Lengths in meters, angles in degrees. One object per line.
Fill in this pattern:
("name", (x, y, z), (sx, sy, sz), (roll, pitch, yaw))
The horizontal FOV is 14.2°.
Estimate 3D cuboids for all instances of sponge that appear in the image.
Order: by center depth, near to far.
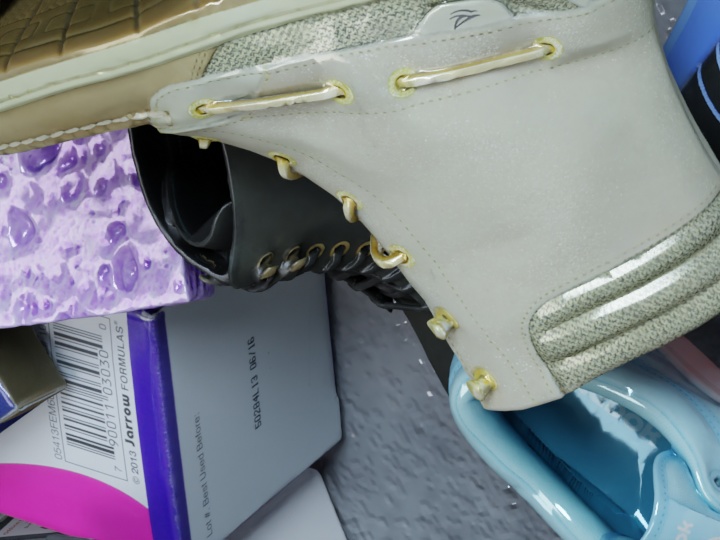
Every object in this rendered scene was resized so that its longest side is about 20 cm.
("sponge", (-0.148, -0.032, 0.896), (0.199, 0.030, 0.112), (-8, 94, 19))

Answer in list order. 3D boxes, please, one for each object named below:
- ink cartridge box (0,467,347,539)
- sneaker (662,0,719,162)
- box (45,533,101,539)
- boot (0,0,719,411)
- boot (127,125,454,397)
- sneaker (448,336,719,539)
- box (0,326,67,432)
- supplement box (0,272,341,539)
("ink cartridge box", (-0.086, 0.160, 1.086), (0.199, 0.084, 0.146), (-9, 110, 41))
("sneaker", (0.130, -0.054, 0.797), (0.078, 0.070, 0.201), (39, 133, 20))
("box", (0.006, 0.143, 0.922), (0.199, 0.050, 0.157), (27, 165, -29))
("boot", (-0.003, -0.029, 0.772), (0.199, 0.072, 0.155), (-15, 124, 21))
("boot", (0.000, 0.000, 0.884), (0.077, 0.138, 0.201), (-12, 108, 42))
("sneaker", (0.106, 0.079, 0.830), (0.199, 0.082, 0.074), (32, 119, 11))
("box", (-0.195, 0.034, 0.987), (0.200, 0.032, 0.121), (-35, 86, 38))
("supplement box", (-0.117, 0.017, 1.013), (0.199, 0.103, 0.102), (14, 123, 31))
